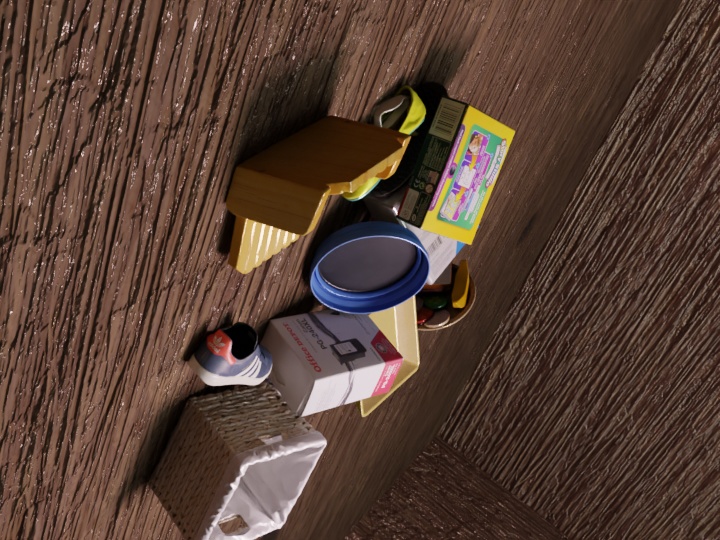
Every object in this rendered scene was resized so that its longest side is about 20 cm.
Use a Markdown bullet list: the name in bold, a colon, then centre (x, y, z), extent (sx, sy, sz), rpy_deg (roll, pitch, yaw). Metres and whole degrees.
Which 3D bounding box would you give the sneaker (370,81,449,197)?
- **sneaker**: centre (0.085, -0.199, 1.558), extent (0.202, 0.070, 0.090), rpy_deg (-58, 161, 4)

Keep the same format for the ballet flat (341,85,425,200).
- **ballet flat**: centre (0.025, -0.194, 1.430), extent (0.201, 0.066, 0.067), rpy_deg (-52, 144, -22)

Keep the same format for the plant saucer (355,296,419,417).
- **plant saucer**: centre (0.036, 0.144, 1.869), extent (0.199, 0.048, 0.203), rpy_deg (-35, 130, -44)

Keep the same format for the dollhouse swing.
- **dollhouse swing**: centre (-0.055, -0.076, 1.240), extent (0.200, 0.180, 0.178), rpy_deg (-37, 137, -48)

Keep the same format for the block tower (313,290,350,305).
- **block tower**: centre (0.000, 0.000, 1.743), extent (0.200, 0.058, 0.054), rpy_deg (-41, 159, -39)

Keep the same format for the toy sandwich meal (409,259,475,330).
- **toy sandwich meal**: centre (0.142, 0.031, 1.979), extent (0.205, 0.204, 0.071), rpy_deg (-46, 143, -27)

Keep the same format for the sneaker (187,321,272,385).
- **sneaker**: centre (-0.170, 0.117, 1.438), extent (0.085, 0.075, 0.200), rpy_deg (-53, 165, 12)

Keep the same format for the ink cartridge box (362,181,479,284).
- **ink cartridge box**: centre (0.104, -0.101, 1.647), extent (0.146, 0.084, 0.201), rpy_deg (-48, 136, -18)

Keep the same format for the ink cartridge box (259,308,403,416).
- **ink cartridge box**: centre (-0.051, 0.144, 1.617), extent (0.198, 0.145, 0.084), rpy_deg (-9, 136, -42)

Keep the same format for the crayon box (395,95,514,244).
- **crayon box**: centre (0.154, -0.155, 1.552), extent (0.172, 0.058, 0.202), rpy_deg (12, 102, -57)

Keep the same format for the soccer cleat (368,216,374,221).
- **soccer cleat**: centre (0.036, -0.079, 1.698), extent (0.200, 0.068, 0.073), rpy_deg (-49, 143, -16)

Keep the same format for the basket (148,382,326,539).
- **basket**: centre (-0.194, 0.302, 1.525), extent (0.197, 0.161, 0.202), rpy_deg (-5, 130, -51)

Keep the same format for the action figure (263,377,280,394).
- **action figure**: centre (-0.154, 0.232, 1.692), extent (0.200, 0.068, 0.132), rpy_deg (118, -26, -63)

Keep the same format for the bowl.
- **bowl**: centre (0.014, -0.005, 1.588), extent (0.197, 0.040, 0.202), rpy_deg (-6, 141, -5)
